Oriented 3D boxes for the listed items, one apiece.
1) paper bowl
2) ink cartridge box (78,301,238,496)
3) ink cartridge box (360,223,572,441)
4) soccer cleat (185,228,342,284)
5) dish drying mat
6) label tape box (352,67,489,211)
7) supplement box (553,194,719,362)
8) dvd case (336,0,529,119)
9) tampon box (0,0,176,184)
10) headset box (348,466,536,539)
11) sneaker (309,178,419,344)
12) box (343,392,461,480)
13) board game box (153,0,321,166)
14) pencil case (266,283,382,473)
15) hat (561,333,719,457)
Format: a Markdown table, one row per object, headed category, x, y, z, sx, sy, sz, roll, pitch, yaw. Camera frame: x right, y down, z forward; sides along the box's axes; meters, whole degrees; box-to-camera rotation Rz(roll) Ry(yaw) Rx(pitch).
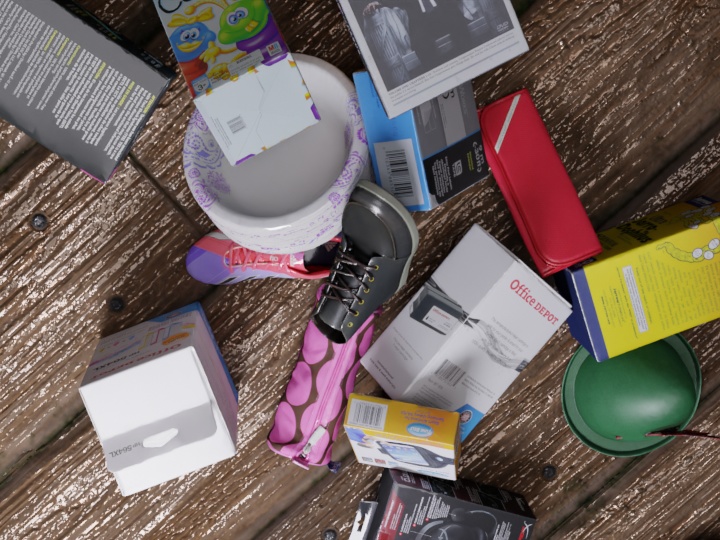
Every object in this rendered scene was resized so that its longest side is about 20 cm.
| category | x | y | z | sx | sy | sz | roll | pitch | yaw |
| --- | --- | --- | --- | --- | --- | --- | --- | --- | --- |
| paper bowl | -0.077 | -0.115 | 1.218 | 0.197 | 0.105 | 0.204 | -5 | 67 | 13 |
| ink cartridge box | -0.208 | 0.134 | 1.234 | 0.127 | 0.200 | 0.127 | -21 | 104 | -1 |
| ink cartridge box | 0.119 | 0.071 | 1.284 | 0.201 | 0.084 | 0.144 | -49 | 138 | 5 |
| soccer cleat | -0.094 | -0.017 | 1.277 | 0.196 | 0.077 | 0.068 | -4 | 103 | -5 |
| dish drying mat | 0.190 | -0.098 | 1.275 | 0.076 | 0.018 | 0.203 | -22 | 77 | -7 |
| label tape box | 0.081 | -0.157 | 1.208 | 0.065 | 0.199 | 0.146 | -3 | 107 | 36 |
| supplement box | 0.327 | 0.006 | 1.309 | 0.197 | 0.109 | 0.111 | -20 | 104 | -2 |
| dvd case | 0.051 | -0.263 | 1.066 | 0.148 | 0.025 | 0.202 | -26 | 106 | -1 |
| tampon box | -0.303 | -0.201 | 1.179 | 0.199 | 0.150 | 0.127 | 34 | 96 | -11 |
| headset box | 0.086 | 0.320 | 1.368 | 0.197 | 0.077 | 0.151 | 16 | 100 | -8 |
| sneaker | 0.000 | 0.000 | 1.164 | 0.074 | 0.201 | 0.107 | 32 | 66 | 19 |
| box | 0.050 | 0.188 | 1.277 | 0.117 | 0.201 | 0.042 | 9 | 68 | 9 |
| board game box | -0.129 | -0.225 | 1.158 | 0.102 | 0.202 | 0.105 | -26 | 145 | 1 |
| pencil case | -0.038 | 0.117 | 1.303 | 0.089 | 0.094 | 0.203 | 17 | 99 | 0 |
| hat | 0.342 | 0.154 | 1.306 | 0.197 | 0.176 | 0.168 | -19 | 103 | -2 |
